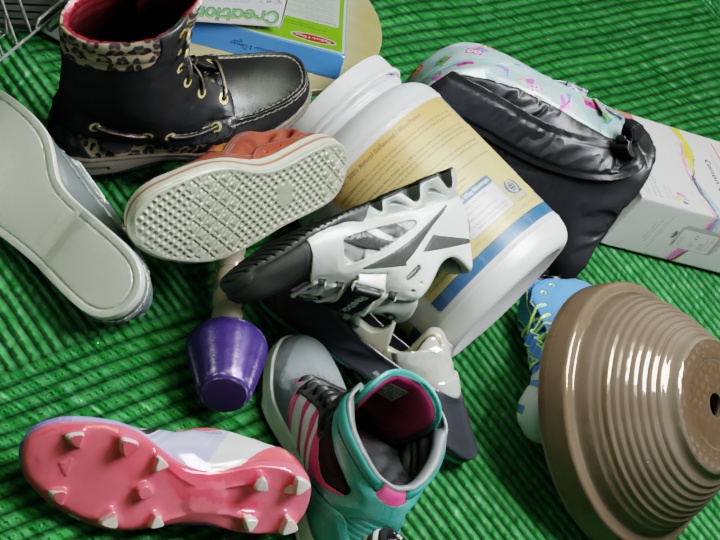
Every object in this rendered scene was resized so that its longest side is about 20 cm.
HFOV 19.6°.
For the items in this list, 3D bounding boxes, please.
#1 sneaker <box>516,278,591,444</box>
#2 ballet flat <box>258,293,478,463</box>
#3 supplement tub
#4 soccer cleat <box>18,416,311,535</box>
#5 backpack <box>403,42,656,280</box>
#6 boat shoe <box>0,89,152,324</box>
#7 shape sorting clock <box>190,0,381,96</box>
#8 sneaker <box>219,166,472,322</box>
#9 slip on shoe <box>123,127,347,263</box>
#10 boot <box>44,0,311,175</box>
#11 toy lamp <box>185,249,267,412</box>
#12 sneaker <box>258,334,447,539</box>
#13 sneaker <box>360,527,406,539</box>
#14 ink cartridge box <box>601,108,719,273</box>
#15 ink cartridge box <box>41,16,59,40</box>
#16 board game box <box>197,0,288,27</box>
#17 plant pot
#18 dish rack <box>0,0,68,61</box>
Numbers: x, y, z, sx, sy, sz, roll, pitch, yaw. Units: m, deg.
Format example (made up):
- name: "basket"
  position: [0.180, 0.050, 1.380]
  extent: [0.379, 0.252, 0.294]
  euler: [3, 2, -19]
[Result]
- name: "sneaker"
  position: [0.150, 0.065, 1.629]
  extent: [0.105, 0.076, 0.200]
  euler: [29, 32, 22]
- name: "ballet flat"
  position: [0.019, 0.055, 1.490]
  extent: [0.200, 0.073, 0.073]
  euler: [39, 34, -2]
- name: "supplement tub"
  position: [0.041, -0.048, 1.566]
  extent: [0.200, 0.145, 0.145]
  euler: [46, 34, 8]
- name: "soccer cleat"
  position: [-0.124, 0.124, 1.297]
  extent: [0.199, 0.067, 0.076]
  euler: [11, 12, -29]
- name: "backpack"
  position: [0.120, -0.096, 1.710]
  extent: [0.199, 0.167, 0.127]
  euler: [28, 16, -12]
- name: "boat shoe"
  position: [-0.209, -0.041, 1.402]
  extent: [0.200, 0.073, 0.062]
  euler: [48, 3, 17]
- name: "shape sorting clock"
  position: [-0.080, -0.199, 1.616]
  extent: [0.199, 0.039, 0.200]
  euler: [13, 37, -10]
- name: "sneaker"
  position: [0.000, 0.000, 1.423]
  extent: [0.199, 0.074, 0.089]
  euler: [-22, 94, -30]
- name: "slip on shoe"
  position: [-0.092, -0.056, 1.436]
  extent: [0.061, 0.074, 0.200]
  euler: [23, 30, 33]
- name: "boot"
  position: [-0.123, -0.143, 1.448]
  extent: [0.199, 0.151, 0.073]
  euler: [-11, 60, -14]
- name: "toy lamp"
  position: [-0.090, 0.016, 1.444]
  extent: [0.058, 0.058, 0.201]
  euler: [26, 37, -21]
- name: "sneaker"
  position: [-0.004, 0.095, 1.380]
  extent: [0.083, 0.121, 0.201]
  euler: [16, 40, -33]
- name: "sneaker"
  position: [-0.005, 0.229, 1.232]
  extent: [0.075, 0.115, 0.201]
  euler: [29, 36, -17]
- name: "ink cartridge box"
  position: [0.291, -0.069, 1.903]
  extent: [0.199, 0.068, 0.117]
  euler: [12, 43, -35]
- name: "ink cartridge box"
  position: [-0.230, -0.254, 1.626]
  extent: [0.176, 0.045, 0.201]
  euler: [25, 36, -23]
- name: "board game box"
  position: [-0.162, -0.237, 1.568]
  extent: [0.199, 0.035, 0.127]
  euler: [2, 40, -16]
- name: "plant pot"
  position: [0.224, 0.104, 1.542]
  extent: [0.200, 0.092, 0.202]
  euler: [16, 70, -49]
- name: "dish rack"
  position: [-0.291, -0.156, 1.363]
  extent: [0.153, 0.055, 0.200]
  euler: [8, 35, 28]
